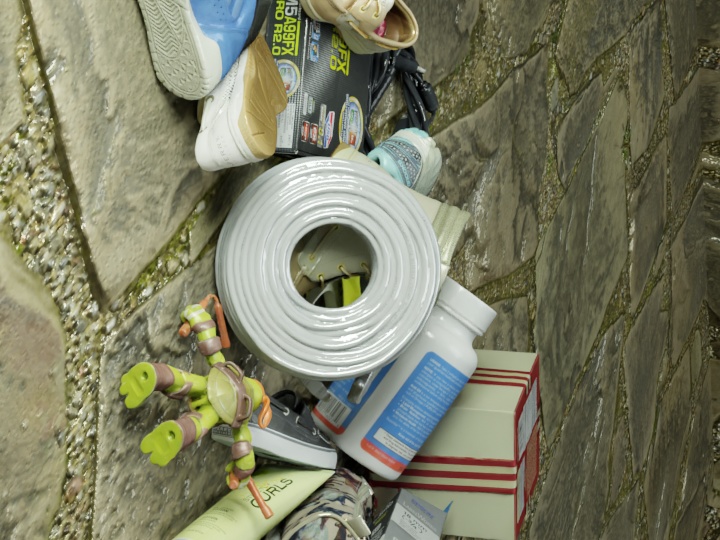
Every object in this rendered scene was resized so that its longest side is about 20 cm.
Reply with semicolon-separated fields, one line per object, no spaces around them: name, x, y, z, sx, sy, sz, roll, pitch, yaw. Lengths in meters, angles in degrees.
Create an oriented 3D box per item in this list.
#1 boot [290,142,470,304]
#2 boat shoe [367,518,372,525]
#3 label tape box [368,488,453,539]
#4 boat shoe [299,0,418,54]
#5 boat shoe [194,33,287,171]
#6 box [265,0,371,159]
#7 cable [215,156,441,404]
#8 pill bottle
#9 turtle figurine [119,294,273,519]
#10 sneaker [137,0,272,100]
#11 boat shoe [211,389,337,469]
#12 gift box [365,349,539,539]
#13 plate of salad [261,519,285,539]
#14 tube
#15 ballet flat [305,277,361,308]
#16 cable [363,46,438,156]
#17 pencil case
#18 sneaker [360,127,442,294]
boot;0.000;0.000;1.423;0.200;0.154;0.072;-62;180;-9
boat shoe;0.022;0.333;1.719;0.201;0.070;0.072;-63;169;-45
label tape box;0.016;0.298;1.529;0.144;0.063;0.200;-51;-179;16
boat shoe;0.001;-0.254;1.407;0.200;0.069;0.074;25;71;-67
boat shoe;-0.108;-0.144;1.293;0.071;0.069;0.200;61;16;-23
box;-0.039;-0.203;1.469;0.160;0.044;0.201;8;88;-67
cable;-0.029;-0.002;1.348;0.200;0.200;0.069;-54;-173;-3
pill bottle;0.048;0.101;1.543;0.200;0.112;0.112;-53;154;0
turtle figurine;-0.120;0.117;1.268;0.161;0.064;0.201;-6;83;-61
sneaker;-0.124;-0.246;1.207;0.111;0.077;0.200;-53;146;-42
boat shoe;-0.075;0.144;1.435;0.200;0.070;0.066;29;69;-58
gift box;0.091;0.184;1.677;0.200;0.186;0.185;-42;133;-67
plate of salad;-0.090;0.335;1.441;0.200;0.048;0.201;1;90;-80
tube;-0.103;0.218;1.380;0.052;0.058;0.200;-53;169;32
ballet flat;-0.035;0.003;1.507;0.067;0.067;0.200;-40;134;-39
cable;0.036;-0.172;1.650;0.200;0.051;0.164;-56;144;-48
pencil case;-0.027;0.242;1.437;0.200;0.089;0.078;-72;140;-84
sneaker;0.010;-0.052;1.565;0.086;0.078;0.200;-21;136;-48
